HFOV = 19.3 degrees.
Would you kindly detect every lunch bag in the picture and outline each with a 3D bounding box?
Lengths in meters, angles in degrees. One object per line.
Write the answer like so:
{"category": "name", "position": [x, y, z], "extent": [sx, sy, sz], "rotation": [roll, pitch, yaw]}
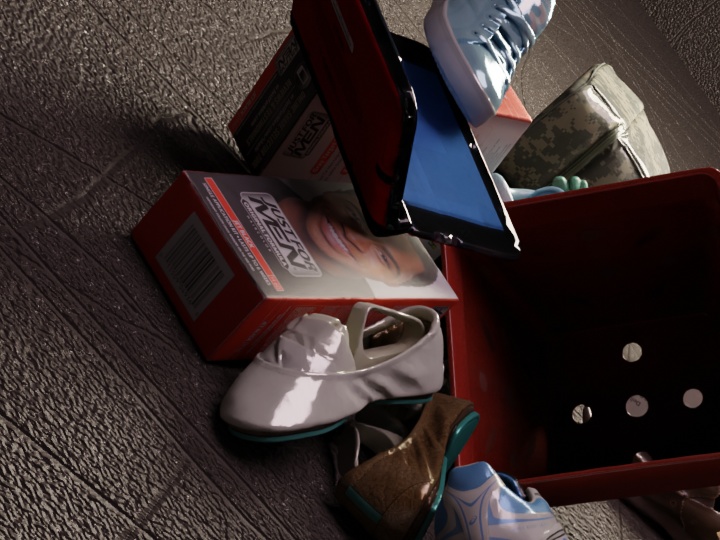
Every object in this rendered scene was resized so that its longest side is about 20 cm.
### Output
{"category": "lunch bag", "position": [0.238, -0.098, 2.128], "extent": [0.168, 0.139, 0.200], "rotation": [49, 18, 0]}

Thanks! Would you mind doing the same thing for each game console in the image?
{"category": "game console", "position": [0.036, -0.124, 1.368], "extent": [0.173, 0.118, 0.201], "rotation": [100, -26, -50]}

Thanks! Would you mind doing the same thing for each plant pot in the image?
{"category": "plant pot", "position": [0.177, 0.068, 1.475], "extent": [0.176, 0.198, 0.202], "rotation": [49, 35, -63]}

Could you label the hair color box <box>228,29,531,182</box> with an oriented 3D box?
{"category": "hair color box", "position": [0.016, -0.107, 1.531], "extent": [0.199, 0.102, 0.062], "rotation": [7, 42, -41]}

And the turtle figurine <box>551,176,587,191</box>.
{"category": "turtle figurine", "position": [0.173, -0.006, 1.850], "extent": [0.148, 0.102, 0.201], "rotation": [1, 31, -10]}

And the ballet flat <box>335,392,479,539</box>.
{"category": "ballet flat", "position": [0.024, 0.111, 1.294], "extent": [0.072, 0.068, 0.200], "rotation": [30, 21, 3]}

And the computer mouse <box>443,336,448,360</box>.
{"category": "computer mouse", "position": [0.000, 0.000, 1.473], "extent": [0.141, 0.046, 0.200], "rotation": [56, 18, 18]}

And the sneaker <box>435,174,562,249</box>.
{"category": "sneaker", "position": [0.140, -0.017, 1.588], "extent": [0.199, 0.082, 0.074], "rotation": [21, 34, -50]}

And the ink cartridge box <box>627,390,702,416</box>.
{"category": "ink cartridge box", "position": [0.324, 0.112, 1.931], "extent": [0.145, 0.085, 0.200], "rotation": [32, 14, 8]}

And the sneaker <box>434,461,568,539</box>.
{"category": "sneaker", "position": [0.094, 0.161, 1.262], "extent": [0.200, 0.071, 0.073], "rotation": [46, 38, -66]}

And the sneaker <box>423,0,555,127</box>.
{"category": "sneaker", "position": [0.095, -0.174, 1.488], "extent": [0.074, 0.081, 0.201], "rotation": [53, 20, -27]}

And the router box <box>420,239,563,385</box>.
{"category": "router box", "position": [0.094, 0.011, 1.672], "extent": [0.200, 0.051, 0.149], "rotation": [50, 17, 7]}

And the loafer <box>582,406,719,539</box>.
{"category": "loafer", "position": [0.257, 0.169, 1.720], "extent": [0.200, 0.071, 0.073], "rotation": [44, 17, -17]}

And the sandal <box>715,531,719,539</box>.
{"category": "sandal", "position": [0.312, 0.227, 1.654], "extent": [0.198, 0.055, 0.082], "rotation": [-2, 29, -31]}

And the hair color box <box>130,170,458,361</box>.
{"category": "hair color box", "position": [-0.037, -0.002, 1.301], "extent": [0.199, 0.061, 0.102], "rotation": [1, 49, -55]}

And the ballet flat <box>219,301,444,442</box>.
{"category": "ballet flat", "position": [-0.014, 0.052, 1.235], "extent": [0.070, 0.069, 0.199], "rotation": [54, 30, 17]}
